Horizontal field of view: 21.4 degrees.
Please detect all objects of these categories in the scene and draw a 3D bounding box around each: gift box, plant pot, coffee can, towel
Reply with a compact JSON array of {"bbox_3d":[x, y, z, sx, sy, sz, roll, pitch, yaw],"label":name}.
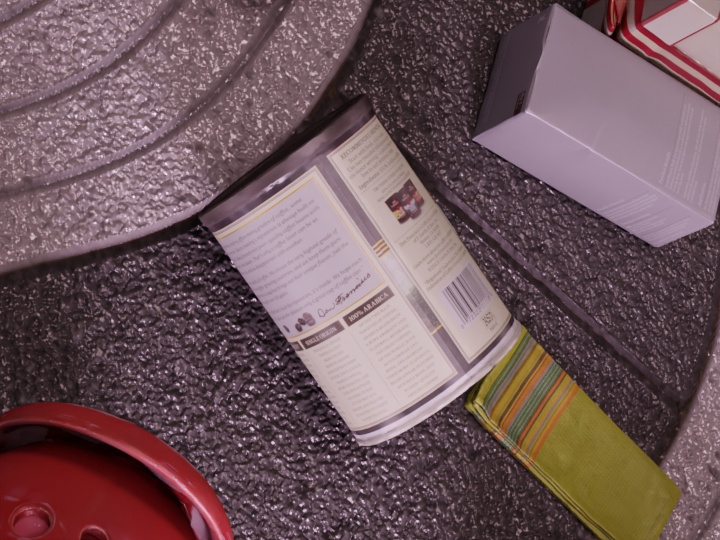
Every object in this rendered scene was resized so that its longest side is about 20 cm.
[{"bbox_3d":[0.296,-0.234,1.561,0.186,0.200,0.186,29,58,-20],"label":"gift box"},{"bbox_3d":[-0.186,0.197,1.150,0.200,0.200,0.183,40,50,-16],"label":"plant pot"},{"bbox_3d":[0.000,0.000,1.341,0.146,0.146,0.201,-39,98,-33],"label":"coffee can"},{"bbox_3d":[0.170,0.138,1.484,0.200,0.018,0.086,44,60,-14],"label":"towel"}]

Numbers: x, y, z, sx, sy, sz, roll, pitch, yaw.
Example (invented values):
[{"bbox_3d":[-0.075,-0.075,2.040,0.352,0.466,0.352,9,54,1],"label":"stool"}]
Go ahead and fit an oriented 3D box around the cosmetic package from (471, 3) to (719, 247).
[{"bbox_3d":[0.198,-0.114,1.533,0.199,0.090,0.108,29,64,-19],"label":"cosmetic package"}]
